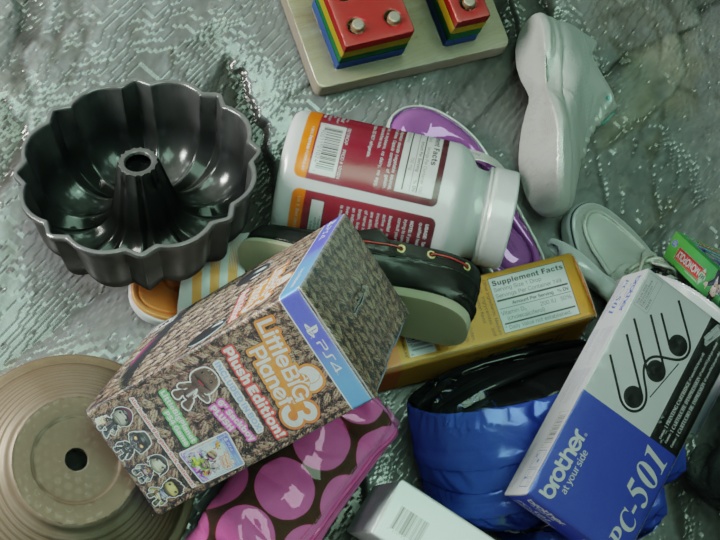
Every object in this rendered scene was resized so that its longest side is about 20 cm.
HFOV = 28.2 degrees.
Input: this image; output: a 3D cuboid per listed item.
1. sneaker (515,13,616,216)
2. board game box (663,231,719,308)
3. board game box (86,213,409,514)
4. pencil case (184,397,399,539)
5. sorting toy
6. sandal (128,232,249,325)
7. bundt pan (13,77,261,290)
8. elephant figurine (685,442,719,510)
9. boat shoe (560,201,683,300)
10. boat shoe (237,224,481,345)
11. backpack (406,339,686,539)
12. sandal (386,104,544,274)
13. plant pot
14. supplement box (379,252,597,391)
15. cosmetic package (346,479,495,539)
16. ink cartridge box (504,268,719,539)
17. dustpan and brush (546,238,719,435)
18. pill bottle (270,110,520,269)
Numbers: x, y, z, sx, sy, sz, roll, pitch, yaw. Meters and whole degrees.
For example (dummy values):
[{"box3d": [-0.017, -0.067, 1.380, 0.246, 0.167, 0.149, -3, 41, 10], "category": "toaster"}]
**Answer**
[{"box3d": [0.198, -0.142, 1.328, 0.088, 0.075, 0.202, 11, 67, -23], "category": "sneaker"}, {"box3d": [0.380, 0.033, 1.273, 0.199, 0.135, 0.029, 22, 104, -14], "category": "board game box"}, {"box3d": [-0.080, 0.068, 1.081, 0.199, 0.160, 0.097, -30, 102, 19], "category": "board game box"}, {"box3d": [-0.048, 0.172, 1.150, 0.093, 0.091, 0.201, 22, 64, 33], "category": "pencil case"}, {"box3d": [0.024, -0.286, 1.339, 0.198, 0.070, 0.200, -15, 75, -18], "category": "sorting toy"}, {"box3d": [-0.092, 0.004, 1.212, 0.205, 0.059, 0.080, 0, 71, -14], "category": "sandal"}, {"box3d": [-0.179, -0.063, 1.180, 0.200, 0.076, 0.203, 0, 49, 0], "category": "bundt pan"}, {"box3d": [0.374, 0.118, 1.237, 0.141, 0.155, 0.201, 35, 76, -29], "category": "elephant figurine"}, {"box3d": [0.257, 0.017, 1.292, 0.072, 0.066, 0.201, -27, 80, -21], "category": "boat shoe"}, {"box3d": [0.000, 0.002, 1.169, 0.200, 0.074, 0.063, 16, 53, 7], "category": "boat shoe"}, {"box3d": [0.146, 0.149, 1.166, 0.198, 0.162, 0.170, -8, 89, -18], "category": "backpack"}, {"box3d": [0.104, -0.074, 1.293, 0.082, 0.050, 0.203, -37, 85, -23], "category": "sandal"}, {"box3d": [-0.222, 0.155, 1.109, 0.199, 0.093, 0.203, 5, 69, -12], "category": "plant pot"}, {"box3d": [0.097, 0.045, 1.231, 0.198, 0.067, 0.069, -11, 72, -11], "category": "supplement box"}, {"box3d": [0.091, 0.239, 1.123, 0.199, 0.151, 0.052, 33, 75, -1], "category": "cosmetic package"}, {"box3d": [0.198, 0.108, 1.078, 0.094, 0.044, 0.201, 35, 72, -10], "category": "ink cartridge box"}, {"box3d": [0.236, 0.038, 1.247, 0.199, 0.140, 0.057, 32, 53, 18], "category": "dustpan and brush"}, {"box3d": [0.030, -0.062, 1.222, 0.198, 0.113, 0.114, 13, 68, 2], "category": "pill bottle"}]
